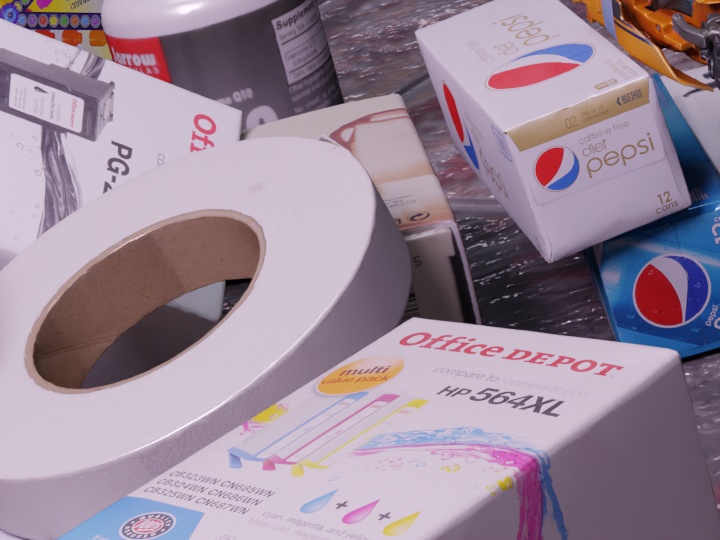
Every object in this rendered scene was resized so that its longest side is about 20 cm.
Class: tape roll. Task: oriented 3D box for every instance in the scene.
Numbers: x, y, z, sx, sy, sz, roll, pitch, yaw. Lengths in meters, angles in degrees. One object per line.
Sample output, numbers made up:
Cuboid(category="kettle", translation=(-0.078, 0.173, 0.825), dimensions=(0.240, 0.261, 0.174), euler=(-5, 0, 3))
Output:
Cuboid(category="tape roll", translation=(-0.076, 0.022, 0.958), dimensions=(0.202, 0.037, 0.203), euler=(-22, 31, 14))

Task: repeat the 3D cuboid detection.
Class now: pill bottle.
Cuboid(category="pill bottle", translation=(-0.072, -0.107, 1.299), dimensions=(0.114, 0.201, 0.114), euler=(-14, 20, 5))

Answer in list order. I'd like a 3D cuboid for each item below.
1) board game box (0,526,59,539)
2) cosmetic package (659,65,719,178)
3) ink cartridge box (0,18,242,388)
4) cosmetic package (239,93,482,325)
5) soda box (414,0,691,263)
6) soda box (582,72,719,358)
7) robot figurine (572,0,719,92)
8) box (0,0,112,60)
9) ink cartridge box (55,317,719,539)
Cuboid(category="board game box", translation=(-0.111, 0.117, 0.947), dimensions=(0.165, 0.057, 0.200), euler=(-27, 22, -33))
Cuboid(category="cosmetic package", translation=(0.202, -0.056, 1.179), dimensions=(0.082, 0.051, 0.200), euler=(-16, 20, 2))
Cuboid(category="ink cartridge box", translation=(-0.160, -0.035, 1.124), dimensions=(0.199, 0.083, 0.146), euler=(19, 44, -16))
Cuboid(category="cosmetic package", translation=(0.000, 0.000, 1.108), dimensions=(0.087, 0.104, 0.200), euler=(-14, 22, -1))
Cuboid(category="soda box", translation=(0.082, -0.071, 1.092), dimensions=(0.068, 0.064, 0.200), euler=(-22, 20, -3))
Cuboid(category="soda box", translation=(0.130, -0.026, 1.126), dimensions=(0.064, 0.068, 0.200), euler=(-16, 20, 4))
Cuboid(category="robot figurine", translation=(0.180, -0.109, 1.005), dimensions=(0.145, 0.058, 0.200), euler=(-24, 35, -20))
Cuboid(category="box", translation=(-0.218, -0.128, 1.476), dimensions=(0.200, 0.193, 0.122), euler=(6, 29, 44))
Cuboid(category="ink cartridge box", translation=(0.023, 0.105, 0.777), dimensions=(0.200, 0.126, 0.128), euler=(-32, 25, -36))
